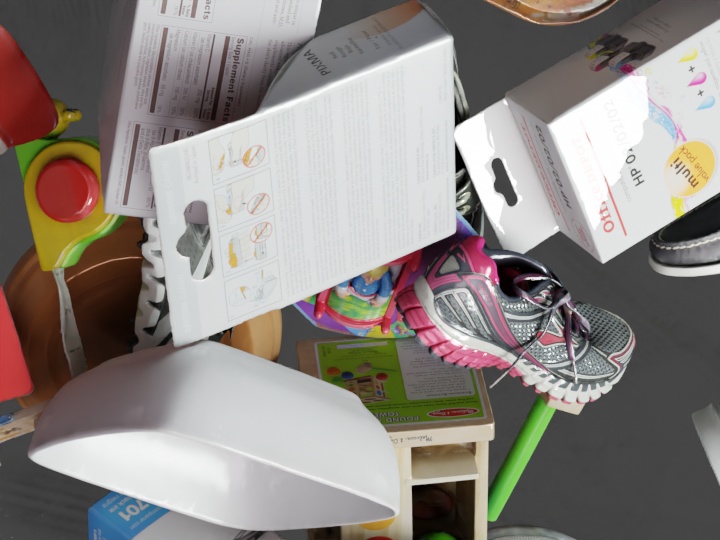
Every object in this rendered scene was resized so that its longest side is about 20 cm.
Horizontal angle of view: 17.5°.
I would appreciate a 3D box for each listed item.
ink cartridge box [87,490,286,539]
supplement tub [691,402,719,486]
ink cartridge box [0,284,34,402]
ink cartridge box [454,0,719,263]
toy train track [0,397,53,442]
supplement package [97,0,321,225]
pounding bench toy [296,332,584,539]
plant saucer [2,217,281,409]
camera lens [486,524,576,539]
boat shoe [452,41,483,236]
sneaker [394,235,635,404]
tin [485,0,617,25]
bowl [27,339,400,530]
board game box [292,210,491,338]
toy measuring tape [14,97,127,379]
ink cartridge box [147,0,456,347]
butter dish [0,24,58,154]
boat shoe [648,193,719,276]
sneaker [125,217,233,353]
[{"bbox_3d":[-0.094,0.246,1.626,0.086,0.200,0.147,-30,139,-35],"label":"ink cartridge box"},{"bbox_3d":[0.350,0.117,1.649,0.199,0.140,0.141,-24,120,8],"label":"supplement tub"},{"bbox_3d":[-0.325,0.048,1.557,0.199,0.067,0.117,-15,107,2],"label":"ink cartridge box"},{"bbox_3d":[0.173,-0.088,1.520,0.200,0.068,0.115,-31,120,-9],"label":"ink cartridge box"},{"bbox_3d":[-0.267,0.128,1.591,0.200,0.033,0.115,-21,153,36],"label":"toy train track"},{"bbox_3d":[-0.092,-0.151,1.431,0.110,0.156,0.201,7,119,-11],"label":"supplement package"},{"bbox_3d":[0.060,0.139,1.636,0.199,0.124,0.156,-5,120,-4],"label":"pounding bench toy"},{"bbox_3d":[-0.152,0.050,1.610,0.199,0.037,0.201,-3,120,-5],"label":"plant saucer"},{"bbox_3d":[0.120,0.294,1.688,0.159,0.200,0.160,-3,120,-5],"label":"camera lens"},{"bbox_3d":[0.045,-0.065,1.551,0.070,0.064,0.201,-11,121,-1],"label":"boat shoe"},{"bbox_3d":[0.117,0.033,1.541,0.200,0.081,0.075,14,128,-44],"label":"sneaker"},{"bbox_3d":[0.088,-0.232,1.477,0.199,0.042,0.112,24,118,-19],"label":"tin"},{"bbox_3d":[-0.090,0.102,1.475,0.200,0.075,0.199,21,159,-32],"label":"bowl"},{"bbox_3d":[0.000,0.000,1.552,0.158,0.039,0.200,-16,136,28],"label":"board game box"},{"bbox_3d":[-0.174,-0.016,1.526,0.073,0.074,0.201,-13,92,1],"label":"toy measuring tape"},{"bbox_3d":[-0.037,-0.056,1.392,0.199,0.050,0.163,-21,136,-18],"label":"ink cartridge box"},{"bbox_3d":[-0.303,-0.143,1.427,0.199,0.148,0.200,-14,163,2],"label":"butter dish"},{"bbox_3d":[0.285,-0.054,1.582,0.199,0.074,0.060,-19,120,1],"label":"boat shoe"},{"bbox_3d":[-0.106,0.024,1.538,0.090,0.067,0.201,6,117,-2],"label":"sneaker"}]
